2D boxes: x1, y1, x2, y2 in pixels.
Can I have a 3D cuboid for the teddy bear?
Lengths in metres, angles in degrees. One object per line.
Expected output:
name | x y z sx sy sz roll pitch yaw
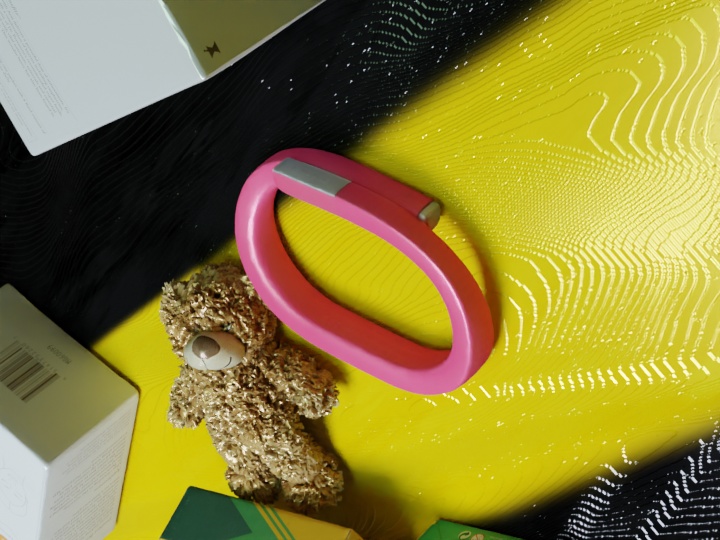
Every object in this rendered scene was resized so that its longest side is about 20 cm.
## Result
teddy bear | -0.079 0.093 1.355 0.144 0.067 0.201 25 137 28

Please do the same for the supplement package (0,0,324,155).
supplement package | -0.135 -0.165 1.148 0.199 0.120 0.122 -14 109 51

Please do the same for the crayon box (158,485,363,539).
crayon box | -0.034 0.223 1.395 0.199 0.052 0.126 10 151 43

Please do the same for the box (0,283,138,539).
box | -0.277 0.141 1.570 0.152 0.106 0.201 37 141 17

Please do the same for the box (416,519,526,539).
box | 0.108 0.272 1.327 0.117 0.048 0.201 7 127 44

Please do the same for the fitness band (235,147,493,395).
fitness band | 0.000 0.000 1.221 0.199 0.037 0.144 27 140 30
